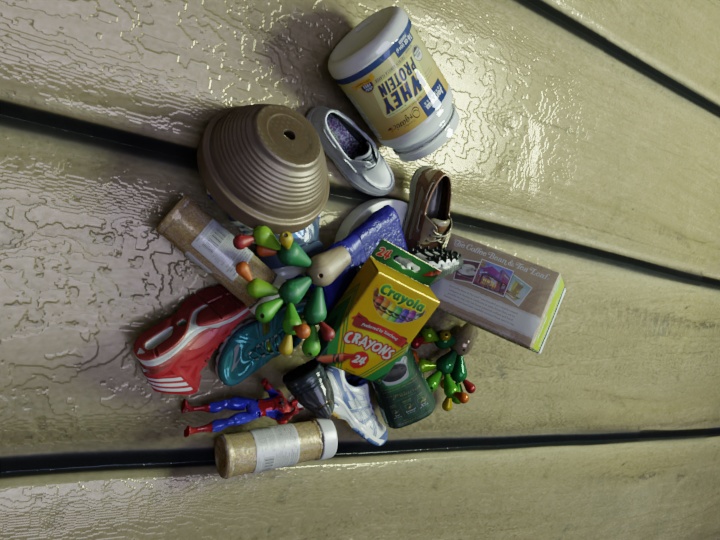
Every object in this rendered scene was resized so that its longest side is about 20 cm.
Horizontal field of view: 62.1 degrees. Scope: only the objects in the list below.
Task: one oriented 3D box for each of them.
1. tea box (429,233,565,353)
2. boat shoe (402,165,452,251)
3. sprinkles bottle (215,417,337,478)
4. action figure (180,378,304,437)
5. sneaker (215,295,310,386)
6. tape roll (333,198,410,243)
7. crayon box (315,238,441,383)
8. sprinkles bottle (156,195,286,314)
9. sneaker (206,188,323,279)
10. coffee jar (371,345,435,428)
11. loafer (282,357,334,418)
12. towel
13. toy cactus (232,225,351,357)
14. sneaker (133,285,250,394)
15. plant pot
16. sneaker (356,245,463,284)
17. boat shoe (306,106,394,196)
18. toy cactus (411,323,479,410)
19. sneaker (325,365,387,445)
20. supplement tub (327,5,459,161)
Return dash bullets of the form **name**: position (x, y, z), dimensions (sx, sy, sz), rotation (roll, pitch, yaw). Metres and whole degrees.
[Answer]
- **tea box**: position (0.246, 0.044, 1.071), dimensions (0.136, 0.198, 0.196), rotation (-66, 155, -2)
- **boat shoe**: position (0.119, -0.077, 1.033), dimensions (0.075, 0.071, 0.204), rotation (-7, 105, -31)
- **sprinkles bottle**: position (-0.137, 0.291, 0.991), dimensions (0.197, 0.068, 0.070), rotation (0, 102, -33)
- **action figure**: position (-0.168, 0.209, 0.930), dimensions (0.197, 0.099, 0.066), rotation (0, 59, -31)
- **sneaker**: position (-0.143, 0.107, 0.946), dimensions (0.199, 0.079, 0.078), rotation (-40, 119, -18)
- **tape roll**: position (0.041, -0.026, 1.060), dimensions (0.200, 0.037, 0.207), rotation (-8, 105, -32)
- **crayon box**: position (0.029, 0.066, 0.898), dimensions (0.126, 0.051, 0.201), rotation (24, 109, -29)
- **sprinkles bottle**: position (-0.194, -0.017, 0.858), dimensions (0.200, 0.068, 0.069), rotation (43, 78, -15)
- **sneaker**: position (-0.148, -0.045, 0.904), dimensions (0.198, 0.080, 0.149), rotation (10, 92, -40)
- **coffee jar**: position (0.058, 0.174, 1.065), dimensions (0.103, 0.086, 0.203), rotation (-21, 114, -1)
- **loafer**: position (-0.078, 0.185, 0.939), dimensions (0.072, 0.200, 0.073), rotation (-29, 91, -5)
- **towel**: position (0.000, 0.000, 0.973), dimensions (0.199, 0.049, 0.150), rotation (-39, 125, -34)
- **toy cactus**: position (-0.077, 0.015, 0.826), dimensions (0.164, 0.102, 0.202), rotation (-35, 102, -31)
- **sneaker**: position (-0.241, 0.107, 0.904), dimensions (0.198, 0.078, 0.117), rotation (-29, 139, -32)
- **plant pot**: position (-0.117, -0.160, 0.830), dimensions (0.198, 0.093, 0.204), rotation (19, 53, -28)
- **sneaker**: position (0.080, 0.018, 0.970), dimensions (0.197, 0.066, 0.092), rotation (-14, 119, -28)
- **boat shoe**: position (-0.003, -0.191, 0.972), dimensions (0.072, 0.068, 0.200), rotation (-51, 122, -12)
- **toy cactus**: position (0.180, 0.166, 1.164), dimensions (0.165, 0.102, 0.201), rotation (-46, 113, -26)
- **sneaker**: position (-0.003, 0.239, 1.072), dimensions (0.200, 0.075, 0.089), rotation (45, 76, -33)
- **supplement tub**: position (0.057, -0.287, 0.944), dimensions (0.145, 0.144, 0.200), rotation (-50, 122, -13)
